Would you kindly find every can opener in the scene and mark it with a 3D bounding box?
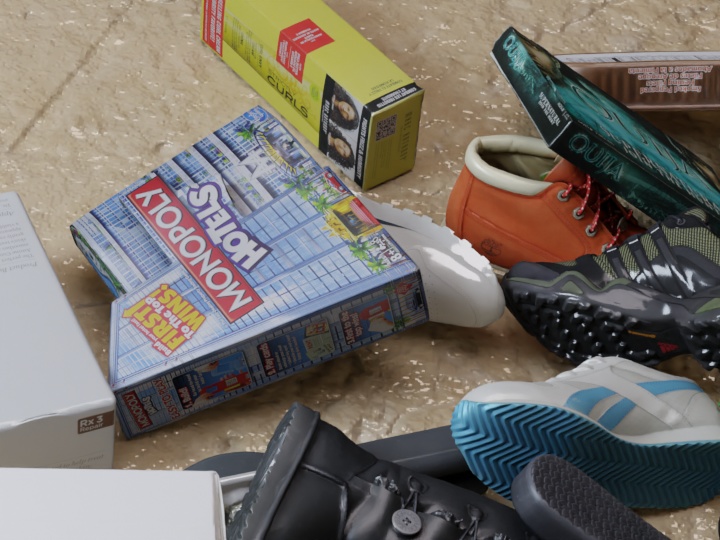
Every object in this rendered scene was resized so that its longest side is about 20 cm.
[{"bbox_3d":[-0.017,0.122,1.545,0.200,0.053,0.067,-8,46,-16],"label":"can opener"}]

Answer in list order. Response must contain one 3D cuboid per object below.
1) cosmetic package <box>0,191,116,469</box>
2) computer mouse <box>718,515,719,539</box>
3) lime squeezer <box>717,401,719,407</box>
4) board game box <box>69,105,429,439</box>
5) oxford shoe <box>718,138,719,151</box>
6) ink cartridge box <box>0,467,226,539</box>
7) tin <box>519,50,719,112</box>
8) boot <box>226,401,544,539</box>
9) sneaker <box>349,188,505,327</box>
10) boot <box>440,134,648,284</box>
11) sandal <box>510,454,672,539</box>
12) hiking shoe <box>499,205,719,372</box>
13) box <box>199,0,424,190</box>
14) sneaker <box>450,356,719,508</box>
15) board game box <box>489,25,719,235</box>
[{"bbox_3d":[-0.229,0.046,1.586,0.102,0.074,0.200,-12,48,-19],"label":"cosmetic package"},{"bbox_3d":[0.280,0.210,1.510,0.059,0.034,0.200,-30,59,-10],"label":"computer mouse"},{"bbox_3d":[0.252,0.090,1.574,0.071,0.038,0.200,29,19,-27],"label":"lime squeezer"},{"bbox_3d":[-0.095,0.004,1.611,0.200,0.062,0.200,-33,57,-14],"label":"board game box"},{"bbox_3d":[0.323,-0.046,1.759,0.200,0.071,0.074,30,55,26],"label":"oxford shoe"},{"bbox_3d":[-0.147,0.197,1.340,0.145,0.200,0.084,1,44,-7],"label":"ink cartridge box"},{"bbox_3d":[0.212,-0.134,1.815,0.200,0.042,0.112,-1,5,-1],"label":"tin"},{"bbox_3d":[0.019,0.185,1.462,0.200,0.066,0.165,29,61,-6],"label":"boot"},{"bbox_3d":[0.000,0.000,1.674,0.200,0.076,0.081,22,54,25],"label":"sneaker"},{"bbox_3d":[0.152,-0.025,1.688,0.200,0.107,0.075,16,42,7],"label":"boot"},{"bbox_3d":[0.165,0.185,1.482,0.200,0.043,0.076,42,30,3],"label":"sandal"},{"bbox_3d":[0.189,0.009,1.634,0.200,0.076,0.101,6,51,28],"label":"hiking shoe"},{"bbox_3d":[-0.037,-0.146,1.814,0.050,0.075,0.200,-24,52,-29],"label":"box"},{"bbox_3d":[0.136,0.095,1.562,0.200,0.077,0.081,9,35,-32],"label":"sneaker"},{"bbox_3d":[0.180,-0.076,1.699,0.200,0.028,0.135,31,19,-31],"label":"board game box"}]
